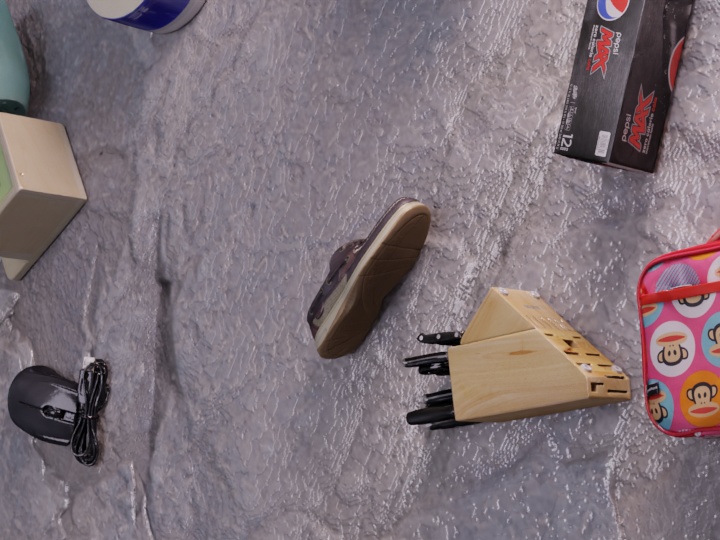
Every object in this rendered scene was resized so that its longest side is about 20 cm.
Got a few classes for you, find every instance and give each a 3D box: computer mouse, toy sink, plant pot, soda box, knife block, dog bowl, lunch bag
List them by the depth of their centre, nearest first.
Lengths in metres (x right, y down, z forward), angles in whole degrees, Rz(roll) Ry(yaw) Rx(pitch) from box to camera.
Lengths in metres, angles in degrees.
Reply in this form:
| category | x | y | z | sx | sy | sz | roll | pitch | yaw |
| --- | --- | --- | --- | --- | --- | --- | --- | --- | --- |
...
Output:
| category | x | y | z | sx | sy | sz | roll | pitch | yaw |
| --- | --- | --- | --- | --- | --- | --- | --- | --- | --- |
| lunch bag | 0.314 | 0.038 | 1.113 | 0.200 | 0.082 | 0.176 | -14 | 71 | 43 |
| soda box | 0.230 | -0.188 | 1.228 | 0.063 | 0.071 | 0.200 | 18 | 97 | 47 |
| knife block | 0.127 | 0.113 | 1.304 | 0.200 | 0.064 | 0.176 | 45 | 117 | 39 |
| dog bowl | -0.259 | -0.396 | 1.756 | 0.200 | 0.079 | 0.200 | -8 | 79 | 46 |
| computer mouse | -0.404 | 0.170 | 1.855 | 0.200 | 0.053 | 0.139 | 7 | 91 | 46 |
| toy sink | -0.476 | -0.095 | 1.920 | 0.200 | 0.112 | 0.130 | -42 | 57 | 34 |
| plant pot | -0.546 | -0.262 | 1.961 | 0.201 | 0.200 | 0.161 | -41 | 69 | 35 |

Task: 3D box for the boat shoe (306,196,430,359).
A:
| category | x | y | z | sx | sy | sz | roll | pitch | yaw |
| --- | --- | --- | --- | --- | --- | --- | --- | --- | --- |
| boat shoe | 0.000 | 0.000 | 1.446 | 0.065 | 0.072 | 0.200 | 50 | 126 | 32 |
